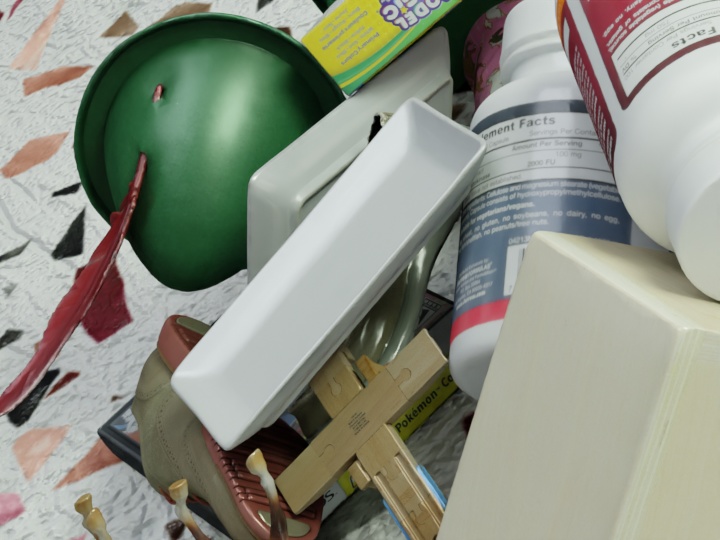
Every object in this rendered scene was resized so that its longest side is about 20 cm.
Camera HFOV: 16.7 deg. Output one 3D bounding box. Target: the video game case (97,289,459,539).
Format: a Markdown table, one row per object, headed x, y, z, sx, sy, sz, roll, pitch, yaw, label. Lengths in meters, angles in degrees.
| x | y | z | sx | sy | sz | roll | pitch | yaw | label |
| --- | --- | --- | --- | --- | --- | --- | --- | --- | --- |
| -0.039 | 0.068 | 1.409 | 0.181 | 0.026 | 0.200 | -43 | 33 | -14 | video game case |

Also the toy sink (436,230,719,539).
| x | y | z | sx | sy | sz | roll | pitch | yaw | label |
| --- | --- | --- | --- | --- | --- | --- | --- | --- | --- |
| 0.124 | 0.102 | 1.104 | 0.130 | 0.111 | 0.201 | 36 | 113 | 58 | toy sink |

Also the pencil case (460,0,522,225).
| x | y | z | sx | sy | sz | roll | pitch | yaw | label |
| --- | --- | --- | --- | --- | --- | --- | --- | --- | --- |
| 0.098 | -0.077 | 1.424 | 0.086 | 0.083 | 0.201 | -28 | 32 | 23 | pencil case |

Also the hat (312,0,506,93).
| x | y | z | sx | sy | sz | roll | pitch | yaw | label |
| --- | --- | --- | --- | --- | --- | --- | --- | --- | --- |
| 0.019 | -0.113 | 1.505 | 0.164 | 0.201 | 0.177 | 11 | 56 | 9 | hat |

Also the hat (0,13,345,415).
| x | y | z | sx | sy | sz | roll | pitch | yaw | label |
| --- | --- | --- | --- | --- | --- | --- | --- | --- | --- |
| -0.097 | -0.018 | 1.385 | 0.176 | 0.165 | 0.201 | -82 | 13 | -56 | hat |

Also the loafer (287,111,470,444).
| x | y | z | sx | sy | sz | roll | pitch | yaw | label |
| --- | --- | --- | --- | --- | --- | --- | --- | --- | --- |
| 0.000 | 0.000 | 1.331 | 0.201 | 0.069 | 0.075 | -67 | 11 | -23 | loafer |

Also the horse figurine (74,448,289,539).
| x | y | z | sx | sy | sz | roll | pitch | yaw | label |
| --- | --- | --- | --- | --- | --- | --- | --- | --- | --- |
| -0.083 | 0.168 | 1.246 | 0.199 | 0.133 | 0.050 | -18 | 13 | 38 | horse figurine |

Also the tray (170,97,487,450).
| x | y | z | sx | sy | sz | roll | pitch | yaw | label |
| --- | --- | --- | --- | --- | --- | --- | --- | --- | --- |
| -0.014 | 0.003 | 1.258 | 0.200 | 0.022 | 0.107 | -49 | 28 | -1 | tray |

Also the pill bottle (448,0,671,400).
| x | y | z | sx | sy | sz | roll | pitch | yaw | label |
| --- | --- | --- | --- | --- | --- | --- | --- | --- | --- |
| 0.111 | -0.034 | 1.258 | 0.119 | 0.119 | 0.201 | -9 | 63 | 34 | pill bottle |

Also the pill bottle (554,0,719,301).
| x | y | z | sx | sy | sz | roll | pitch | yaw | label |
| --- | --- | --- | --- | --- | --- | --- | --- | --- | --- |
| 0.161 | -0.078 | 1.118 | 0.112 | 0.113 | 0.201 | -27 | 38 | 11 | pill bottle |

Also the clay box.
| x | y | z | sx | sy | sz | roll | pitch | yaw | label |
| --- | --- | --- | --- | --- | --- | --- | --- | --- | --- |
| 0.061 | -0.188 | 1.402 | 0.200 | 0.048 | 0.115 | -38 | 7 | 17 | clay box |

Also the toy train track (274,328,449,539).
| x | y | z | sx | sy | sz | roll | pitch | yaw | label |
| --- | --- | --- | --- | --- | --- | --- | --- | --- | --- |
| 0.028 | 0.110 | 1.228 | 0.115 | 0.032 | 0.200 | -45 | 57 | 17 | toy train track |

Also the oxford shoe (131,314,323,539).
| x | y | z | sx | sy | sz | roll | pitch | yaw | label |
| --- | --- | --- | --- | --- | --- | --- | --- | --- | --- |
| -0.075 | 0.105 | 1.326 | 0.075 | 0.070 | 0.200 | -57 | 30 | 17 | oxford shoe |

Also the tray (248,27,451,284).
| x | y | z | sx | sy | sz | roll | pitch | yaw | label |
| --- | --- | --- | --- | --- | --- | --- | --- | --- | --- |
| 0.001 | -0.051 | 1.412 | 0.022 | 0.108 | 0.200 | 21 | 41 | 26 | tray |
